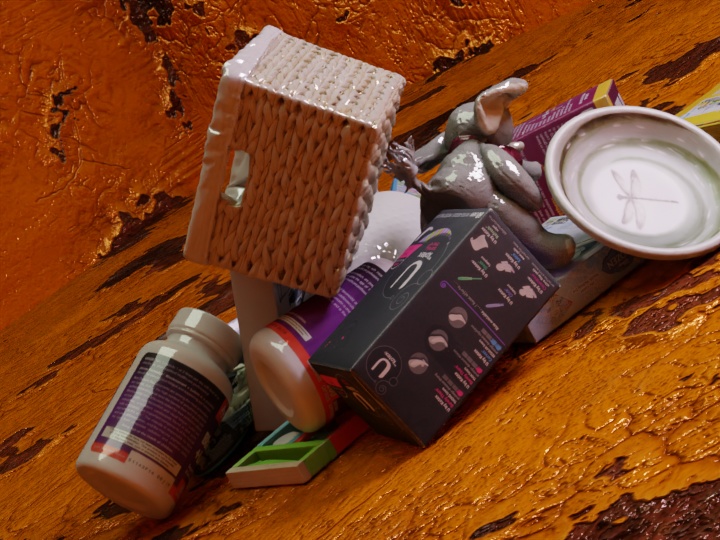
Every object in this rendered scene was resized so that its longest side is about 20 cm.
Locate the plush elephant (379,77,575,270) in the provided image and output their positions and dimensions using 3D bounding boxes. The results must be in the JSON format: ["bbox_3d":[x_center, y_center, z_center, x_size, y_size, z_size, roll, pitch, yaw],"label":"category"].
[{"bbox_3d":[0.122,-0.098,1.574,0.164,0.200,0.155,-26,26,51],"label":"plush elephant"}]

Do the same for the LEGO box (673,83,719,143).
[{"bbox_3d":[0.423,-0.155,1.642,0.148,0.078,0.200,-34,12,-23],"label":"LEGO box"}]

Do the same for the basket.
[{"bbox_3d":[-0.062,-0.107,1.532,0.159,0.200,0.200,17,23,4],"label":"basket"}]

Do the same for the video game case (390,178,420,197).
[{"bbox_3d":[0.104,-0.069,1.957,0.200,0.142,0.018,-79,9,-77],"label":"video game case"}]

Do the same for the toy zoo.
[{"bbox_3d":[-0.029,0.150,1.571,0.200,0.021,0.131,-37,14,-35],"label":"toy zoo"}]

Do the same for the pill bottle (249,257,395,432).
[{"bbox_3d":[-0.004,0.064,1.547,0.199,0.113,0.112,-33,12,-18],"label":"pill bottle"}]

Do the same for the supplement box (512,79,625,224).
[{"bbox_3d":[0.228,-0.113,1.816,0.199,0.132,0.103,-25,10,19],"label":"supplement box"}]

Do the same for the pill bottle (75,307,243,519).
[{"bbox_3d":[-0.200,0.144,1.623,0.111,0.111,0.201,-12,45,56],"label":"pill bottle"}]

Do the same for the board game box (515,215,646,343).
[{"bbox_3d":[0.188,0.006,1.608,0.198,0.044,0.200,-34,12,-23],"label":"board game box"}]

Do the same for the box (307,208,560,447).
[{"bbox_3d":[0.066,0.049,1.447,0.200,0.106,0.122,-48,15,-14],"label":"box"}]

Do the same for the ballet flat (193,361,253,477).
[{"bbox_3d":[-0.149,0.153,1.742,0.074,0.075,0.200,-22,13,31],"label":"ballet flat"}]

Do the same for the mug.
[{"bbox_3d":[0.000,0.000,1.709,0.147,0.201,0.176,-26,18,37],"label":"mug"}]

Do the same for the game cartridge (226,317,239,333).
[{"bbox_3d":[-0.198,0.121,1.978,0.199,0.041,0.134,-34,-14,-22],"label":"game cartridge"}]

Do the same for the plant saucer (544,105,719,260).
[{"bbox_3d":[0.273,-0.075,1.526,0.200,0.200,0.050,-36,-27,-32],"label":"plant saucer"}]

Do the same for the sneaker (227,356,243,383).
[{"bbox_3d":[-0.129,0.086,1.884,0.199,0.107,0.075,-25,12,21],"label":"sneaker"}]

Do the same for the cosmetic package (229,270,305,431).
[{"bbox_3d":[-0.088,0.051,1.695,0.051,0.202,0.151,-3,18,15],"label":"cosmetic package"}]
